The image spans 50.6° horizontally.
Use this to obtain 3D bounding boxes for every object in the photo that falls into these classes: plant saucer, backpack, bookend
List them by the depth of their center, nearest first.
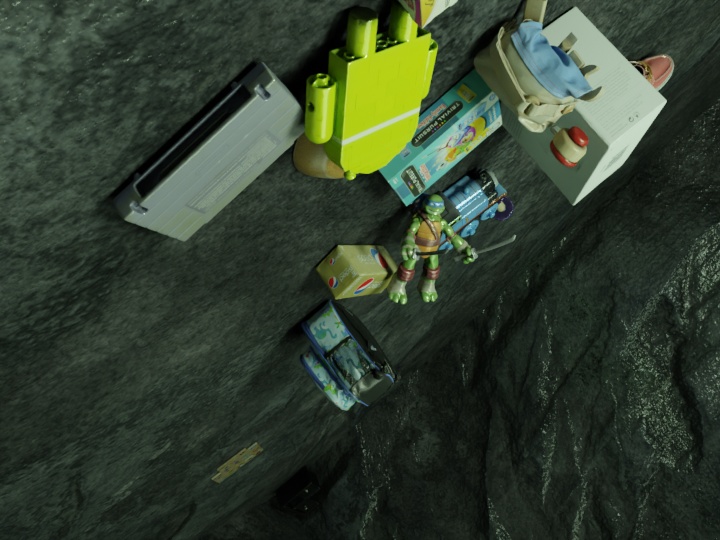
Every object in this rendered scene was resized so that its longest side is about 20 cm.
[{"bbox_3d":[0.007,-0.177,0.939,0.198,0.036,0.201,-36,164,-12],"label":"plant saucer"},{"bbox_3d":[-0.038,0.171,1.519,0.146,0.202,0.183,-37,162,1],"label":"backpack"},{"bbox_3d":[-0.248,1.020,3.490,0.198,0.093,0.199,-41,133,11],"label":"bookend"}]

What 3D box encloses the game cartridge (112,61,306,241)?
[{"bbox_3d":[-0.144,-0.114,0.776,0.199,0.039,0.130,-41,169,6],"label":"game cartridge"}]

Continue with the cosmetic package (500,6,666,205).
[{"bbox_3d":[0.328,-0.247,1.171,0.122,0.201,0.200,-36,165,-12],"label":"cosmetic package"}]

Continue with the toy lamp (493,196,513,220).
[{"bbox_3d":[0.303,-0.146,1.677,0.058,0.059,0.199,-41,165,11],"label":"toy lamp"}]

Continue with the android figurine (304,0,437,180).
[{"bbox_3d":[0.015,-0.188,0.820,0.180,0.041,0.203,-31,145,-32],"label":"android figurine"}]

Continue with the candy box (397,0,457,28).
[{"bbox_3d":[0.114,-0.333,0.693,0.198,0.061,0.137,-37,165,-3],"label":"candy box"}]

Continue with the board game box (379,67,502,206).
[{"bbox_3d":[0.118,-0.193,1.132,0.199,0.047,0.151,-41,165,6],"label":"board game box"}]

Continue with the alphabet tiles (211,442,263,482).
[{"bbox_3d":[-0.368,0.569,2.258,0.166,0.008,0.201,-36,164,-12],"label":"alphabet tiles"}]

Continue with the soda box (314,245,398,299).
[{"bbox_3d":[0.000,0.000,1.367,0.064,0.068,0.199,-42,165,19],"label":"soda box"}]

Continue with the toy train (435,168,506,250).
[{"bbox_3d":[0.189,-0.117,1.449,0.198,0.087,0.115,-36,159,-8],"label":"toy train"}]

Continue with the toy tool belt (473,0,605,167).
[{"bbox_3d":[0.252,-0.249,0.998,0.123,0.201,0.124,-46,171,37],"label":"toy tool belt"}]

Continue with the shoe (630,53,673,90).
[{"bbox_3d":[0.575,-0.397,1.561,0.197,0.072,0.091,-32,170,-9],"label":"shoe"}]

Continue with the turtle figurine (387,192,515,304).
[{"bbox_3d":[0.126,-0.015,1.316,0.143,0.198,0.197,-33,150,-45],"label":"turtle figurine"}]
